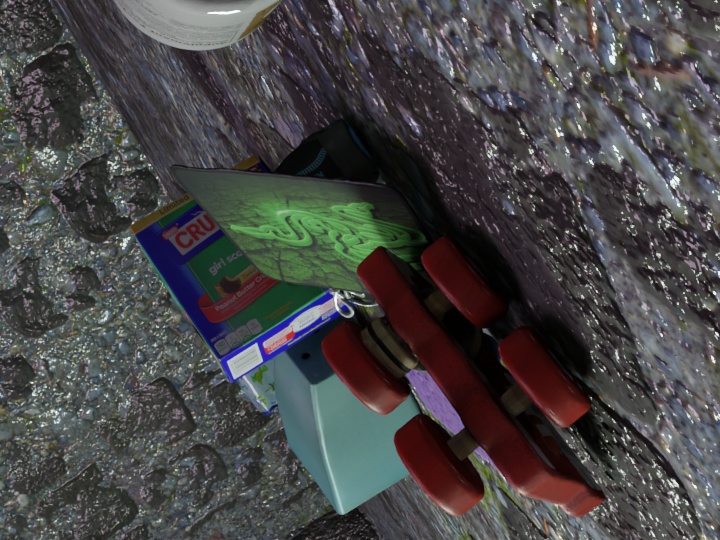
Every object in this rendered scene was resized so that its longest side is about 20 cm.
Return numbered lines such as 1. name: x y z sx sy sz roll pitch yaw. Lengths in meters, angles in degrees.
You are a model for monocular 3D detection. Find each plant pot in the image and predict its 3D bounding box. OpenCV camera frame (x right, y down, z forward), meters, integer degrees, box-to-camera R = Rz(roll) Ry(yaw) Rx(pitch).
1. plant pot: -0.017 0.151 1.423 0.141 0.141 0.200 47 160 43

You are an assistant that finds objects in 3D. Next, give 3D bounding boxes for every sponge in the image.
1. sponge: 0.082 0.107 1.073 0.112 0.030 0.200 60 171 -18

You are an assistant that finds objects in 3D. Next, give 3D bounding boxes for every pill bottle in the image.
1. pill bottle: -0.094 -0.190 0.705 0.114 0.114 0.200 58 171 -9

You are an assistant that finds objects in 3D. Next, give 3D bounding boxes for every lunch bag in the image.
1. lunch bag: -0.237 0.248 2.860 0.170 0.127 0.200 56 161 0

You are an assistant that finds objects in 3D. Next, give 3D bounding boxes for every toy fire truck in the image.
1. toy fire truck: 0.077 0.076 0.807 0.200 0.112 0.168 52 -172 27

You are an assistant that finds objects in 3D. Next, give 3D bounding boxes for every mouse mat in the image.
1. mouse mat: -0.028 -0.024 0.877 0.200 0.008 0.161 7 152 32

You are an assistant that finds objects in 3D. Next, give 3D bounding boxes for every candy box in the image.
1. candy box: -0.131 -0.006 1.337 0.200 0.169 0.077 52 166 25

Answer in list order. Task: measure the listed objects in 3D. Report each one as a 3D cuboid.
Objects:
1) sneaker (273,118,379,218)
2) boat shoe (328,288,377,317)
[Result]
1. sneaker: -0.045 -0.068 0.963 0.073 0.082 0.200 56 171 2
2. boat shoe: -0.001 -0.002 1.005 0.074 0.068 0.199 61 169 -26
